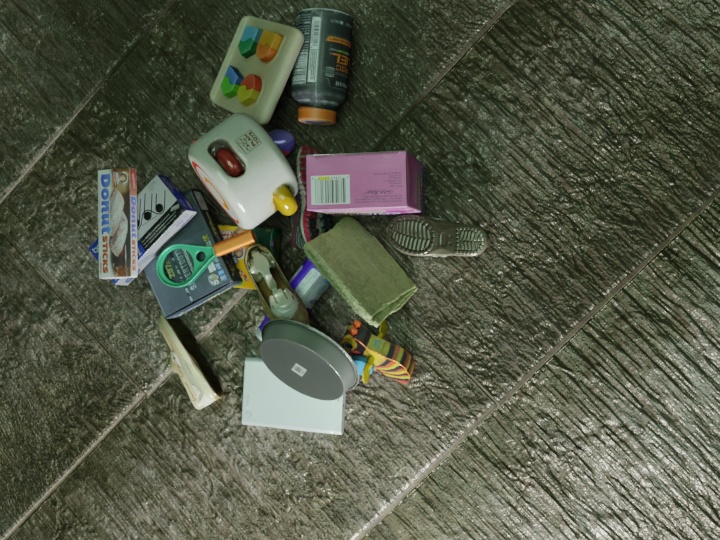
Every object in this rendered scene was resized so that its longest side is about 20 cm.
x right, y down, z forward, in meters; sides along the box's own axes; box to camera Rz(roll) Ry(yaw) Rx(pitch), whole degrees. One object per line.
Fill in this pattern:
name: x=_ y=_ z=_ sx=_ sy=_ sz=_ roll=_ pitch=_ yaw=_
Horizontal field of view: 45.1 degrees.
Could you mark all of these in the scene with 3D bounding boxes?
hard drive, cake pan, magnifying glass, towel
hard drive: x=-0.127 y=0.239 z=1.668 sx=0.199 sy=0.026 sz=0.132 roll=4 pitch=92 yaw=12
cake pan: x=-0.099 y=0.166 z=1.557 sx=0.200 sy=0.200 sz=0.037 roll=24 pitch=56 yaw=12
magnifying glass: x=-0.284 y=-0.029 z=1.587 sx=0.200 sy=0.022 sz=0.080 roll=-21 pitch=84 yaw=12
towel: x=0.000 y=0.000 z=1.586 sx=0.200 sy=0.148 sz=0.037 roll=47 pitch=138 yaw=7

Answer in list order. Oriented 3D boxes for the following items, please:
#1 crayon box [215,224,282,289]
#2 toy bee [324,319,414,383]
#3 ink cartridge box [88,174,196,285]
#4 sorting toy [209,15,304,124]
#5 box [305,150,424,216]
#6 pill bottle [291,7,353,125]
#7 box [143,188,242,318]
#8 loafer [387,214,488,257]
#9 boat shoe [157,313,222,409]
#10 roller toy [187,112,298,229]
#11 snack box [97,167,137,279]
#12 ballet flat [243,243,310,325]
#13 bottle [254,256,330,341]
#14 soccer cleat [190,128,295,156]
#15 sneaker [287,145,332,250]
crayon box: x=-0.256 y=-0.028 z=1.675 sx=0.199 sy=0.058 sz=0.119 roll=4 pitch=91 yaw=14
toy bee: x=0.005 y=0.144 z=1.583 sx=0.199 sy=0.109 sz=0.131 roll=2 pitch=53 yaw=-8
ink cartridge box: x=-0.405 y=-0.074 z=1.611 sx=0.200 sy=0.044 sz=0.094 roll=-44 pitch=76 yaw=13
sorting toy: x=-0.203 y=-0.381 z=1.623 sx=0.200 sy=0.036 sz=0.186 roll=31 pitch=99 yaw=46
box: x=0.013 y=-0.150 z=1.539 sx=0.175 sy=0.200 sz=0.097 roll=-1 pitch=91 yaw=12
pill bottle: x=-0.073 y=-0.372 z=1.604 sx=0.106 sy=0.106 sz=0.201 roll=5 pitch=93 yaw=13
box: x=-0.334 y=-0.031 z=1.638 sx=0.157 sy=0.051 sz=0.200 roll=-27 pitch=82 yaw=15
loafer: x=0.143 y=-0.057 z=1.582 sx=0.200 sy=0.068 sz=0.076 roll=11 pitch=92 yaw=29
boat shoe: x=-0.347 y=0.177 z=1.696 sx=0.065 sy=0.072 sz=0.200 roll=-32 pitch=89 yaw=10
roller toy: x=-0.202 y=-0.180 z=1.544 sx=0.140 sy=0.200 sz=0.183 roll=-38 pitch=121 yaw=-10
snack box: x=-0.444 y=-0.086 z=1.588 sx=0.072 sy=0.024 sz=0.201 roll=-3 pitch=86 yaw=21
ballet flat: x=-0.157 y=0.034 z=1.565 sx=0.070 sy=0.065 sz=0.200 roll=-33 pitch=71 yaw=-8
bottle: x=-0.121 y=0.055 z=1.633 sx=0.065 sy=0.084 sz=0.200 roll=41 pitch=98 yaw=9
soccer cleat: x=-0.225 y=-0.236 z=1.656 sx=0.199 sy=0.076 sz=0.067 roll=-2 pitch=90 yaw=13
sneaker: x=-0.107 y=-0.137 z=1.634 sx=0.075 sy=0.081 sz=0.201 roll=-7 pitch=81 yaw=42
